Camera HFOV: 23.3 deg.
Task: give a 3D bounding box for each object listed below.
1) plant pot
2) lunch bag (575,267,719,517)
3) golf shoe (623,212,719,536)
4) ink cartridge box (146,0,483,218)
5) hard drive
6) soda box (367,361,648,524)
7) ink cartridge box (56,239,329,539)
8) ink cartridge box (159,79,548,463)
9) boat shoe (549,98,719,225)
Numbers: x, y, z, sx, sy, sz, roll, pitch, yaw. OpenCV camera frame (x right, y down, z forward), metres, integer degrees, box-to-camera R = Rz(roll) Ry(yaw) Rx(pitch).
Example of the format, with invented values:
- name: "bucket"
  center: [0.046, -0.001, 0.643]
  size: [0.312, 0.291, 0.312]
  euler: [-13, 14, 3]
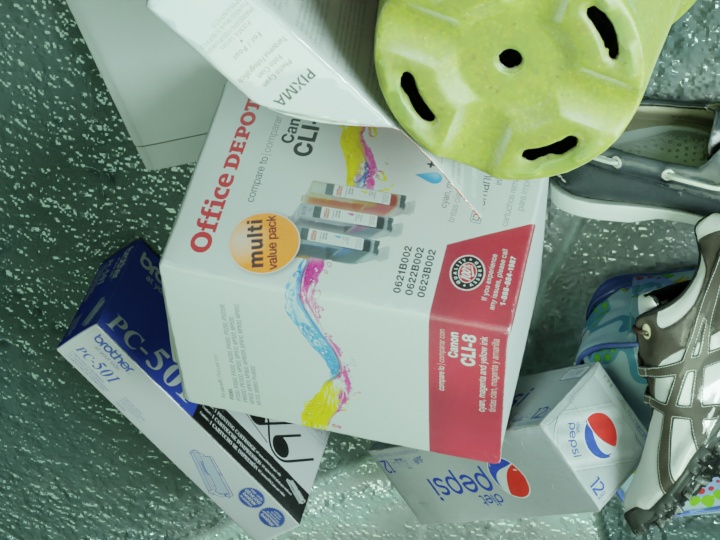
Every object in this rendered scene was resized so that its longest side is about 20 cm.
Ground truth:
- name: "plant pot"
  center: [0.086, -0.149, 0.890]
  size: [0.199, 0.185, 0.201]
  euler: [8, 129, 10]
- name: "lunch bag"
  center: [0.240, 0.075, 1.086]
  size: [0.199, 0.083, 0.161]
  euler: [-10, 122, 22]
- name: "golf shoe"
  center: [0.190, 0.058, 1.000]
  size: [0.094, 0.078, 0.201]
  euler: [36, 115, 21]
- name: "ink cartridge box"
  center: [-0.016, -0.117, 0.927]
  size: [0.047, 0.160, 0.200]
  euler: [-39, 111, 22]
- name: "hard drive"
  center: [-0.106, -0.158, 1.035]
  size: [0.131, 0.027, 0.201]
  euler: [-9, 123, 21]
- name: "soda box"
  center: [0.092, 0.113, 1.109]
  size: [0.068, 0.063, 0.200]
  euler: [54, 150, -10]
- name: "ink cartridge box"
  center: [-0.108, 0.083, 1.176]
  size: [0.044, 0.094, 0.200]
  euler: [-30, 115, 31]
- name: "ink cartridge box"
  center: [0.000, 0.000, 1.017]
  size: [0.199, 0.146, 0.145]
  euler: [10, 145, 9]
- name: "boat shoe"
  center: [0.201, -0.064, 0.995]
  size: [0.199, 0.076, 0.061]
  euler: [-1, 132, 14]
